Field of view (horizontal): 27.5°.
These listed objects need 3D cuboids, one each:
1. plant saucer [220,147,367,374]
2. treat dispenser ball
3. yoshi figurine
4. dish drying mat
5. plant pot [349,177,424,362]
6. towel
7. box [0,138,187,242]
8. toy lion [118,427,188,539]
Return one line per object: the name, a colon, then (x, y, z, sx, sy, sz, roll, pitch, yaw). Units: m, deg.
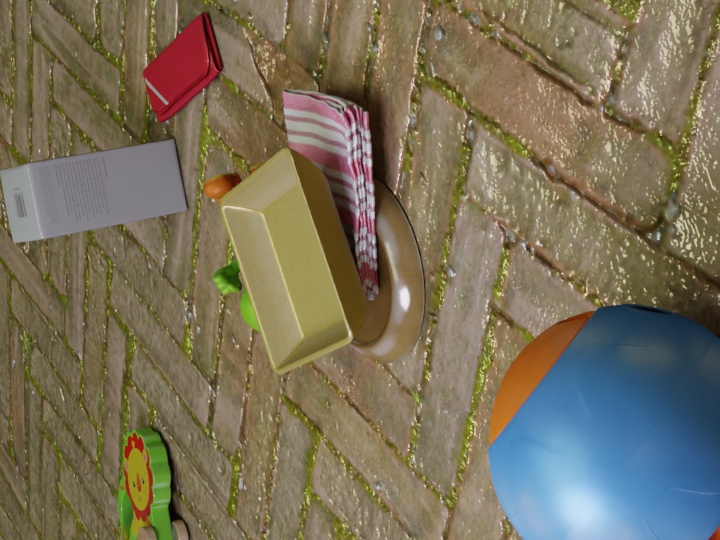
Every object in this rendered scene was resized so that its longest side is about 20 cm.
plant saucer: (-0.062, -0.009, 1.498, 0.200, 0.048, 0.201, -28, 79, 61)
treat dispenser ball: (0.192, 0.125, 1.056, 0.201, 0.200, 0.202, 30, 126, 52)
yoshi figurine: (-0.107, -0.015, 1.618, 0.112, 0.112, 0.201, -15, 91, 54)
dish drying mat: (-0.222, -0.246, 1.811, 0.200, 0.018, 0.077, -25, 78, 60)
plant pot: (0.000, 0.000, 1.515, 0.200, 0.027, 0.201, 30, 127, 52)
towel: (-0.035, -0.079, 1.489, 0.146, 0.030, 0.201, 22, 120, 56)
box: (-0.344, -0.103, 1.893, 0.124, 0.199, 0.098, -3, 98, 60)
toy lion: (-0.320, 0.334, 2.172, 0.200, 0.068, 0.192, -40, 59, 58)
